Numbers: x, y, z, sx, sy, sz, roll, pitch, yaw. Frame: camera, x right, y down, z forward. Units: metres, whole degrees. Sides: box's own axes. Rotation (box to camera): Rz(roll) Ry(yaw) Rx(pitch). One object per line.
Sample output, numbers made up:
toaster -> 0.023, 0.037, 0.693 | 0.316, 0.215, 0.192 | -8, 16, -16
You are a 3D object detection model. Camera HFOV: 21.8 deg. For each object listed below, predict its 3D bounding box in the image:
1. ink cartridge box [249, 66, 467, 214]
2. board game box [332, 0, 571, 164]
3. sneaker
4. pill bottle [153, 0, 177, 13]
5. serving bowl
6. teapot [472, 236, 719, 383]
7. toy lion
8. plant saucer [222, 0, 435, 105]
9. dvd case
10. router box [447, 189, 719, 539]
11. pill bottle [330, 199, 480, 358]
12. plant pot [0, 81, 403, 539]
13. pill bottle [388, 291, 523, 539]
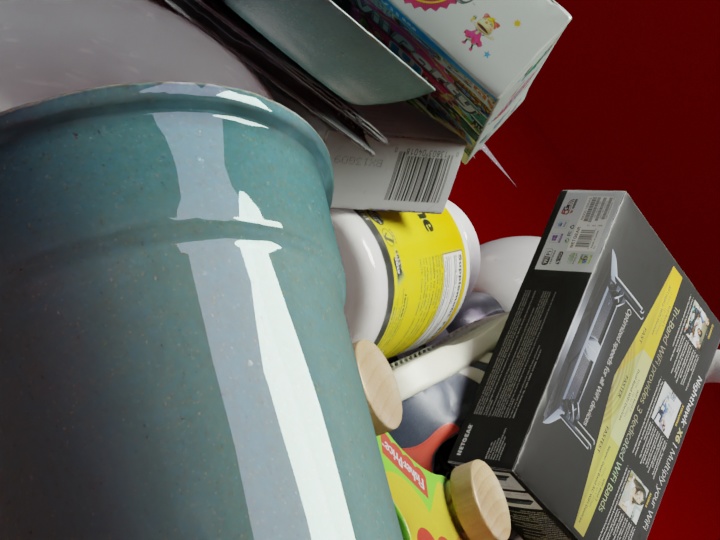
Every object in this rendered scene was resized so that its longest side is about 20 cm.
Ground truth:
ink cartridge box -> -0.041, -0.098, 1.115 | 0.108, 0.051, 0.200 | 2, 24, -42
board game box -> 0.035, -0.147, 1.056 | 0.147, 0.064, 0.200 | 43, -6, 3
sneaker -> 0.078, 0.079, 1.185 | 0.199, 0.075, 0.085 | -23, 92, -38
pill bottle -> -0.113, -0.078, 1.028 | 0.111, 0.111, 0.201 | 31, 26, -59
serving bowl -> -0.136, -0.059, 0.889 | 0.198, 0.066, 0.201 | 17, 36, -13
teapot -> 0.148, 0.050, 1.403 | 0.201, 0.145, 0.198 | 56, -26, 9
toy lion -> 0.027, 0.164, 0.949 | 0.200, 0.068, 0.193 | 49, 26, -41
plant saucer -> -0.048, -0.144, 0.962 | 0.200, 0.036, 0.200 | 40, 6, -5
dvd case -> -0.083, -0.141, 0.969 | 0.200, 0.016, 0.149 | 35, 8, -44
router box -> 0.147, 0.075, 1.173 | 0.157, 0.052, 0.201 | 48, 58, -40
pill bottle -> 0.000, 0.000, 1.152 | 0.113, 0.112, 0.200 | 55, 23, 9
plant pot -> -0.072, 0.074, 0.634 | 0.200, 0.199, 0.197 | 31, 33, -59
pill bottle -> 0.077, 0.089, 1.281 | 0.201, 0.106, 0.106 | 56, 13, 11
